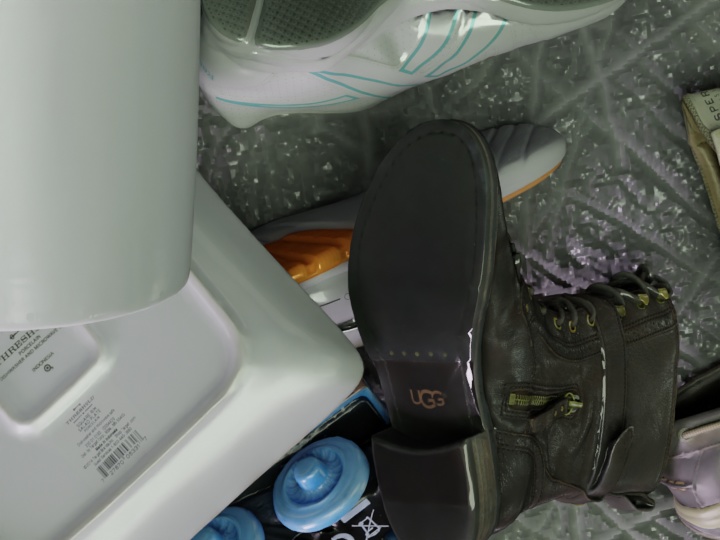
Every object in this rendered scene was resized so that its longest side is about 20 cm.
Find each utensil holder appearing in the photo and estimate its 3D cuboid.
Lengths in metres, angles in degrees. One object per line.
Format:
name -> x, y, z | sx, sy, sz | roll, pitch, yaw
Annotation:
utensil holder -> -0.141, -0.094, 1.102 | 0.169, 0.170, 0.201 | -2, 106, -10

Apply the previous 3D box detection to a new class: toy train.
toy train -> -0.058, 0.120, 1.268 | 0.200, 0.114, 0.087 | -37, 129, 3

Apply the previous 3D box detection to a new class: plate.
plate -> -0.132, 0.035, 1.209 | 0.199, 0.032, 0.200 | -42, 74, 3

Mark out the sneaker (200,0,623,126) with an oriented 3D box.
sneaker -> 0.020, -0.111, 1.227 | 0.200, 0.071, 0.080 | -12, 152, -20

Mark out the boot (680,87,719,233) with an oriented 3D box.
boot -> 0.215, -0.096, 1.270 | 0.154, 0.072, 0.201 | -14, 111, -3

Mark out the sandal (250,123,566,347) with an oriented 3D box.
sandal -> 0.002, 0.002, 1.258 | 0.206, 0.079, 0.059 | -23, 109, -4

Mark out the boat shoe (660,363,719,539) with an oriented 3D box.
boat shoe -> 0.215, 0.040, 1.314 | 0.200, 0.075, 0.073 | -38, 111, 3

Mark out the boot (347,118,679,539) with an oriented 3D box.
boot -> 0.076, 0.023, 1.242 | 0.174, 0.069, 0.201 | -17, 112, -48
